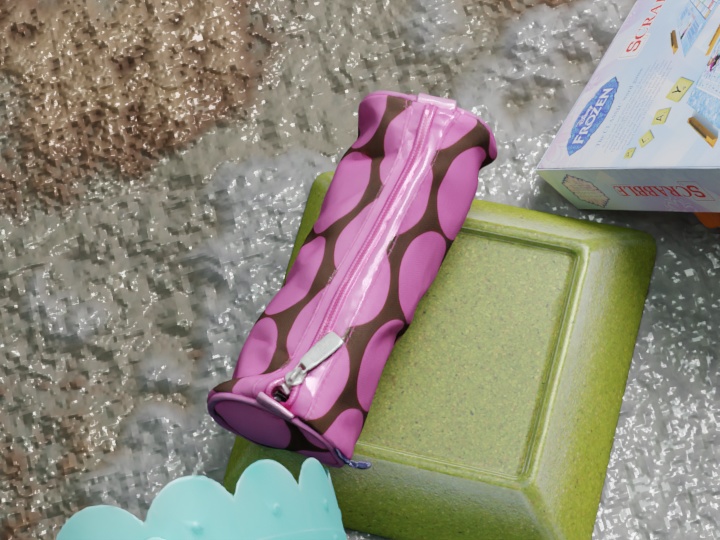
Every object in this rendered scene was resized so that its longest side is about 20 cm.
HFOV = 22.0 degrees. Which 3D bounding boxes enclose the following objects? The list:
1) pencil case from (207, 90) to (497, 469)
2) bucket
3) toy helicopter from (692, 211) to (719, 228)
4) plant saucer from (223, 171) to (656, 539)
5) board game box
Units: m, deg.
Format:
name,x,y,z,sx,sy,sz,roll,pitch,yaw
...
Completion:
name,x,y,z,sx,sy,sz,roll,pitch,yaw
pencil case,0.000,0.000,0.935,0.091,0.094,0.200,20,72,15
bucket,-0.084,0.185,0.872,0.207,0.207,0.135,-20,75,0
toy helicopter,0.274,-0.071,0.964,0.079,0.132,0.200,49,62,-7
plant saucer,0.041,0.044,0.987,0.199,0.048,0.200,11,71,13
board game box,0.208,-0.121,0.963,0.200,0.041,0.199,-58,27,-15
